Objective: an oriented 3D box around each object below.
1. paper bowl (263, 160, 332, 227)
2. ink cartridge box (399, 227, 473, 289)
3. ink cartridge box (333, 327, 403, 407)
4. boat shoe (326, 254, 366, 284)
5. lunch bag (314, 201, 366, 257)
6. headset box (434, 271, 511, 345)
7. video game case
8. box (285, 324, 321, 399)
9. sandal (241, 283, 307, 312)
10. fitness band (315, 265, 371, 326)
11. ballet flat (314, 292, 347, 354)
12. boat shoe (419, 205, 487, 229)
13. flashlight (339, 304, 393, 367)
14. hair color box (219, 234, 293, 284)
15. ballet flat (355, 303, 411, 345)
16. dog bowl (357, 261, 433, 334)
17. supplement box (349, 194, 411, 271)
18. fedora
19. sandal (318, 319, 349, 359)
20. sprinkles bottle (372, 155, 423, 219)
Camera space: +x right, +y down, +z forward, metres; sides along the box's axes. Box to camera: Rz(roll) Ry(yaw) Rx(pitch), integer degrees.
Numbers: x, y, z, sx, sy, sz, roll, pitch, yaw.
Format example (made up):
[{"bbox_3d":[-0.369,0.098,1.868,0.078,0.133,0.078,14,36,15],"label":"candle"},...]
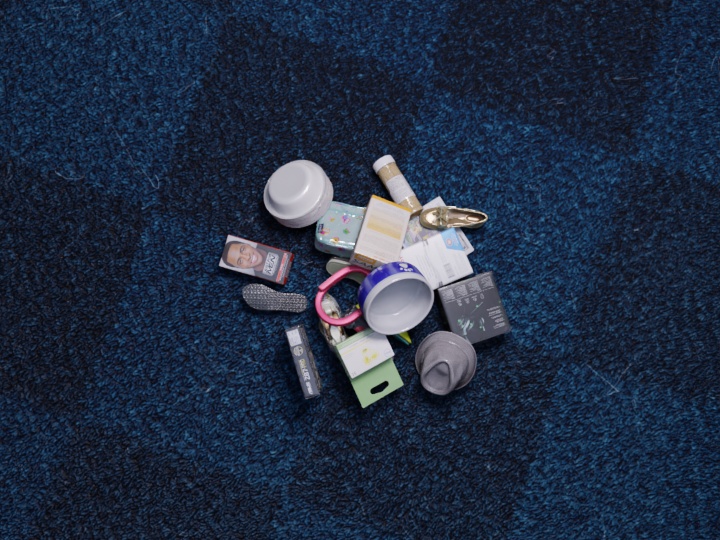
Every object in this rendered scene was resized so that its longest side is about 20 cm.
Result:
[{"bbox_3d":[-0.190,-0.234,1.547,0.200,0.104,0.201,-7,67,16],"label":"paper bowl"},{"bbox_3d":[0.209,-0.020,1.560,0.200,0.086,0.147,-23,88,2],"label":"ink cartridge box"},{"bbox_3d":[0.030,0.271,1.496,0.145,0.048,0.200,-26,90,-17],"label":"ink cartridge box"},{"bbox_3d":[0.000,0.000,1.588,0.201,0.061,0.072,19,124,0],"label":"boat shoe"},{"bbox_3d":[-0.038,-0.124,1.574,0.200,0.077,0.161,12,65,-2],"label":"lunch bag"},{"bbox_3d":[0.333,0.123,1.572,0.174,0.093,0.200,-19,87,-2],"label":"headset box"},{"bbox_3d":[0.220,-0.097,1.621,0.182,0.023,0.200,-32,88,-3],"label":"video game case"},{"bbox_3d":[-0.162,0.257,1.522,0.049,0.161,0.200,-18,88,-1],"label":"box"},{"bbox_3d":[-0.261,0.090,1.595,0.200,0.048,0.075,14,85,-12],"label":"sandal"},{"bbox_3d":[-0.038,0.073,1.515,0.200,0.037,0.144,-37,77,-13],"label":"fitness band"},{"bbox_3d":[-0.085,0.145,1.547,0.072,0.072,0.200,-19,70,-2],"label":"ballet flat"},{"bbox_3d":[0.279,-0.162,1.582,0.200,0.063,0.073,-2,88,-1],"label":"boat shoe"},{"bbox_3d":[0.014,0.203,1.552,0.068,0.068,0.200,-34,101,22],"label":"flashlight"},{"bbox_3d":[-0.312,-0.031,1.589,0.200,0.061,0.102,15,87,1],"label":"hair color box"},{"bbox_3d":[0.077,0.149,1.583,0.200,0.067,0.067,30,79,3],"label":"ballet flat"},{"bbox_3d":[0.095,0.076,1.440,0.200,0.079,0.200,-12,129,-16],"label":"dog bowl"},{"bbox_3d":[0.057,-0.099,1.496,0.126,0.074,0.200,21,63,-6],"label":"supplement box"},{"bbox_3d":[0.236,0.283,1.516,0.177,0.090,0.200,30,124,9],"label":"fedora"},{"bbox_3d":[-0.054,0.219,1.579,0.080,0.054,0.200,-40,88,-3],"label":"sandal"},{"bbox_3d":[0.114,-0.251,1.594,0.068,0.068,0.200,-30,80,-3],"label":"sprinkles bottle"}]
